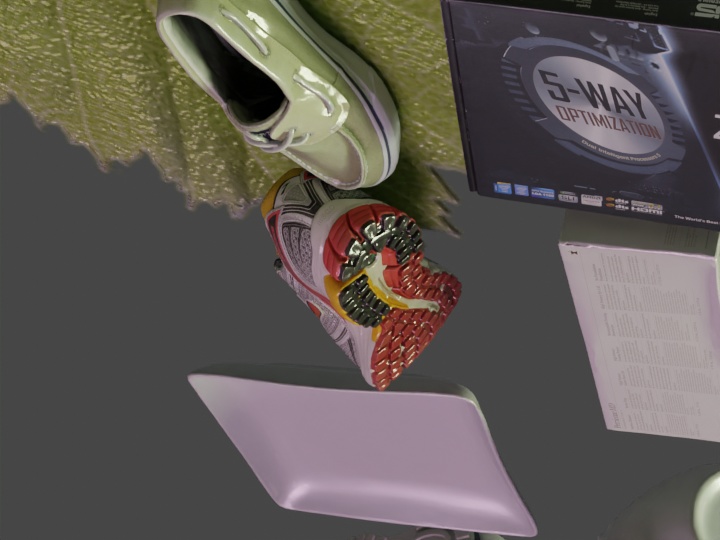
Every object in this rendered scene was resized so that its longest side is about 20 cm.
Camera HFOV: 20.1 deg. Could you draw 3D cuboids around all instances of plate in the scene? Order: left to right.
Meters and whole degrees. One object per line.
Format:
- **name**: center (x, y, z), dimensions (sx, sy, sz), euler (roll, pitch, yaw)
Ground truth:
- **plate**: center (0.008, 0.114, 1.363), dimensions (0.199, 0.032, 0.200), euler (4, 148, 22)

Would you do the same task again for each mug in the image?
- **mug**: center (0.196, 0.209, 1.282), dimensions (0.200, 0.148, 0.175), euler (-12, 150, -24)

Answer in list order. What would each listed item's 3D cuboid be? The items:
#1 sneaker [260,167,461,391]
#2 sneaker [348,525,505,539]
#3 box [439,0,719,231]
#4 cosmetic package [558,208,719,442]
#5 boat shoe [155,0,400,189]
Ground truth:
- **sneaker**: center (0.000, 0.000, 1.141), dimensions (0.082, 0.078, 0.200), euler (37, 166, 25)
- **sneaker**: center (0.043, 0.236, 1.526), dimensions (0.080, 0.077, 0.200), euler (22, 154, -31)
- **box**: center (0.144, -0.081, 0.934), dimensions (0.199, 0.044, 0.160), euler (9, 151, 13)
- **cosmetic package**: center (0.164, 0.023, 1.101), dimensions (0.082, 0.051, 0.200), euler (4, 149, 17)
- **boat shoe**: center (-0.045, -0.091, 0.994), dimensions (0.072, 0.062, 0.200), euler (-3, 147, 32)
